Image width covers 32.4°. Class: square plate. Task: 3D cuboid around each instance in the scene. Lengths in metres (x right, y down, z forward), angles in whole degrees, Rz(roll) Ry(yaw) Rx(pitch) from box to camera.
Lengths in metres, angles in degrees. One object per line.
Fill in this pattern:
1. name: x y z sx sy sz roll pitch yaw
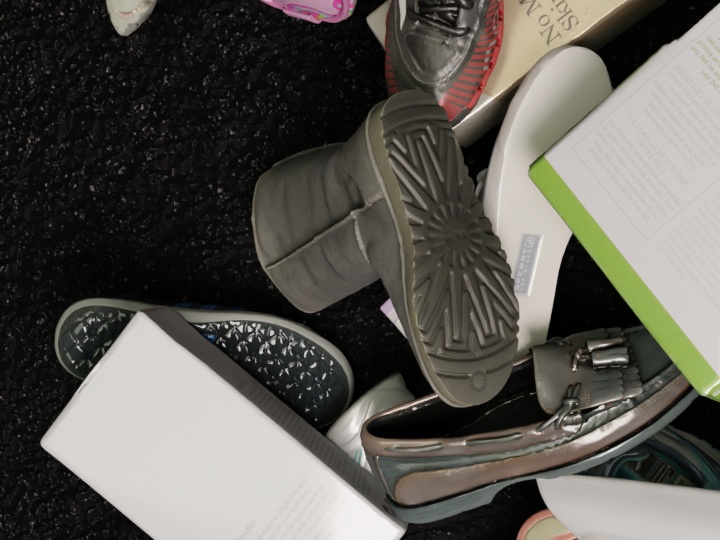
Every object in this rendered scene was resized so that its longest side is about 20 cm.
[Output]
1. square plate: 0.208 0.176 0.648 0.200 0.197 0.029 43 66 -22

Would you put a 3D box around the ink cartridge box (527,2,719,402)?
1. ink cartridge box: 0.207 -0.054 0.610 0.200 0.076 0.149 -41 67 13

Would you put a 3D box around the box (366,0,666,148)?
1. box: 0.112 -0.170 0.749 0.199 0.078 0.096 -37 83 12

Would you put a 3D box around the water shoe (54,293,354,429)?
1. water shoe: -0.099 0.049 0.816 0.197 0.079 0.073 15 99 -12

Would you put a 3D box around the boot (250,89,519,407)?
1. boot: 0.002 0.001 0.728 0.199 0.072 0.185 -26 73 56

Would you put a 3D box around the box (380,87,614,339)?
1. box: 0.095 -0.032 0.777 0.200 0.039 0.042 -45 84 12

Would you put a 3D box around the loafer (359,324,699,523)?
1. loafer: 0.093 0.075 0.680 0.198 0.072 0.063 -27 119 12

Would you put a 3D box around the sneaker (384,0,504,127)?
1. sneaker: 0.051 -0.175 0.674 0.070 0.098 0.204 17 96 12

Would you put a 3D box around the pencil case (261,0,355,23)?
1. pencil case: 0.004 -0.239 0.729 0.086 0.088 0.202 25 66 12

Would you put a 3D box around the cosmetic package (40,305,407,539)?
1. cosmetic package: -0.077 0.122 0.735 0.199 0.074 0.102 41 93 2

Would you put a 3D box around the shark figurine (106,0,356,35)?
1. shark figurine: -0.081 -0.233 0.802 0.211 0.090 0.130 -3 124 22

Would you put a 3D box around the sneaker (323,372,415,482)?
1. sneaker: -0.023 0.161 0.798 0.080 0.070 0.200 46 101 6

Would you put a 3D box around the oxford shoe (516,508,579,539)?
1. oxford shoe: 0.145 0.237 0.752 0.070 0.074 0.203 -20 90 12

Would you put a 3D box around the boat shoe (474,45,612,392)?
1. boat shoe: 0.091 -0.032 0.724 0.071 0.068 0.203 3 105 -25

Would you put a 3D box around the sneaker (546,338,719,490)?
1. sneaker: 0.143 0.101 0.744 0.198 0.086 0.079 26 97 12
